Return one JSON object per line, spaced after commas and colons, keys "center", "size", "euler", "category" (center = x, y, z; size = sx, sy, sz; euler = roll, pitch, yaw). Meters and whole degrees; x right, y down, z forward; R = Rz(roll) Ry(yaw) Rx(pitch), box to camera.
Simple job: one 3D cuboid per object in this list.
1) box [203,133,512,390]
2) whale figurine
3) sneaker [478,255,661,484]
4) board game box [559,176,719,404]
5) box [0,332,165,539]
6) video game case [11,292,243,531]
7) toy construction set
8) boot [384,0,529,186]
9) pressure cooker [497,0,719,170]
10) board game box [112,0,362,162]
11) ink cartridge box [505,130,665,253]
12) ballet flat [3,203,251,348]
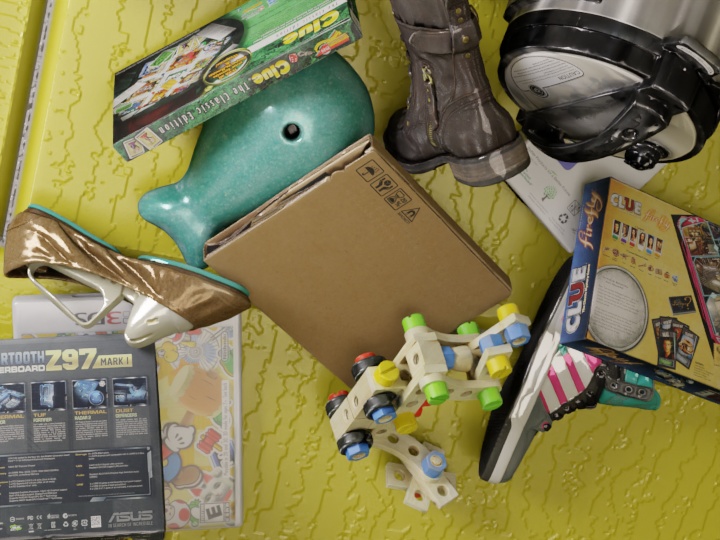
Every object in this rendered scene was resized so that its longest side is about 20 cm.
{"center": [0.000, 0.000, 1.310], "size": [0.163, 0.021, 0.200], "euler": [-32, 131, 18], "category": "box"}
{"center": [-0.079, -0.086, 1.287], "size": [0.200, 0.104, 0.159], "euler": [-41, 102, 5], "category": "whale figurine"}
{"center": [0.185, 0.102, 1.399], "size": [0.120, 0.084, 0.201], "euler": [24, 97, -5], "category": "sneaker"}
{"center": [0.256, 0.022, 1.360], "size": [0.199, 0.035, 0.136], "euler": [21, 71, -28], "category": "board game box"}
{"center": [-0.250, 0.131, 1.281], "size": [0.198, 0.051, 0.159], "euler": [-3, 72, -10], "category": "box"}
{"center": [-0.186, 0.116, 1.363], "size": [0.180, 0.023, 0.202], "euler": [-2, 104, -10], "category": "video game case"}
{"center": [0.050, 0.108, 1.354], "size": [0.130, 0.092, 0.201], "euler": [-4, 135, -27], "category": "toy construction set"}
{"center": [0.052, -0.159, 1.238], "size": [0.069, 0.200, 0.175], "euler": [-28, 110, -18], "category": "boot"}
{"center": [0.197, -0.170, 1.232], "size": [0.178, 0.176, 0.201], "euler": [19, 75, 18], "category": "pressure cooker"}
{"center": [-0.094, -0.158, 1.245], "size": [0.199, 0.105, 0.024], "euler": [-26, 123, 13], "category": "board game box"}
{"center": [0.208, -0.118, 1.368], "size": [0.200, 0.039, 0.100], "euler": [-42, 107, 3], "category": "ink cartridge box"}
{"center": [-0.184, 0.015, 1.285], "size": [0.199, 0.068, 0.073], "euler": [22, 72, 5], "category": "ballet flat"}
